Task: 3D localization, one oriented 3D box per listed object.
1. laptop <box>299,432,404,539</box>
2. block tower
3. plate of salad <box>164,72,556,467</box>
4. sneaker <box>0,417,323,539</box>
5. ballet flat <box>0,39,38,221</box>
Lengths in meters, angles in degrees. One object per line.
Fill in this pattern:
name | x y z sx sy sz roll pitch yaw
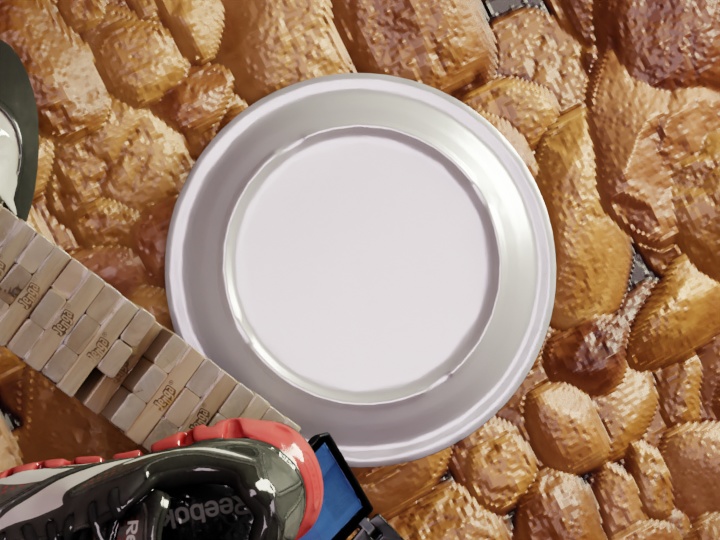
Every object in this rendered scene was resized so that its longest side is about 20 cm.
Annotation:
laptop | -0.022 0.204 1.123 0.177 0.103 0.200 -45 101 -9
block tower | -0.118 0.041 1.093 0.200 0.058 0.054 39 82 -21
plate of salad | 0.000 0.000 1.178 0.199 0.048 0.201 0 82 -3
sneaker | -0.114 0.118 1.008 0.199 0.098 0.071 -15 97 2
ballet flat | -0.196 -0.020 1.125 0.068 0.068 0.201 10 84 -9
